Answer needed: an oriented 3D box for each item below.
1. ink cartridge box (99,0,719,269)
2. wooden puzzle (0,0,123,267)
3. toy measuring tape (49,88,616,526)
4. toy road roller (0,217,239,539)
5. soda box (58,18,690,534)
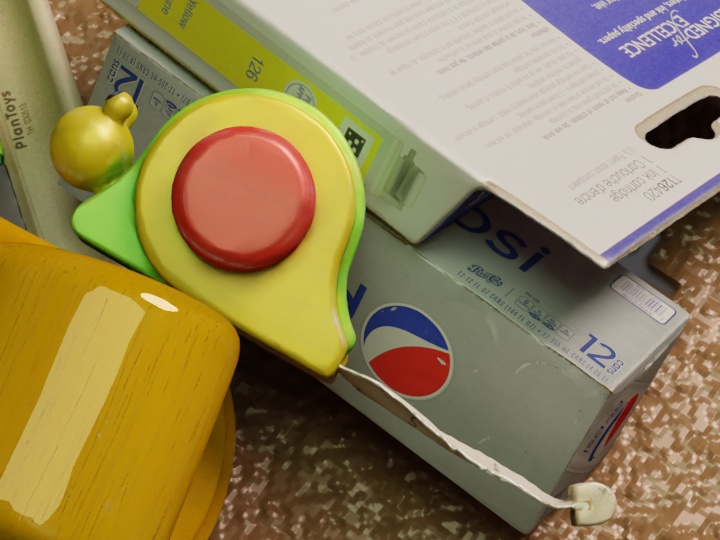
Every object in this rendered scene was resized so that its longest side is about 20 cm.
[{"bbox_3d":[0.044,-0.079,0.828,0.200,0.047,0.198,41,38,16],"label":"ink cartridge box"},{"bbox_3d":[-0.191,-0.034,0.842,0.200,0.037,0.185,-16,65,-10],"label":"wooden puzzle"},{"bbox_3d":[0.000,0.000,0.734,0.200,0.074,0.074,30,65,2],"label":"toy measuring tape"},{"bbox_3d":[-0.125,0.030,0.712,0.200,0.146,0.123,29,72,-28],"label":"toy road roller"},{"bbox_3d":[0.002,-0.007,0.807,0.200,0.068,0.063,36,37,14],"label":"soda box"}]
